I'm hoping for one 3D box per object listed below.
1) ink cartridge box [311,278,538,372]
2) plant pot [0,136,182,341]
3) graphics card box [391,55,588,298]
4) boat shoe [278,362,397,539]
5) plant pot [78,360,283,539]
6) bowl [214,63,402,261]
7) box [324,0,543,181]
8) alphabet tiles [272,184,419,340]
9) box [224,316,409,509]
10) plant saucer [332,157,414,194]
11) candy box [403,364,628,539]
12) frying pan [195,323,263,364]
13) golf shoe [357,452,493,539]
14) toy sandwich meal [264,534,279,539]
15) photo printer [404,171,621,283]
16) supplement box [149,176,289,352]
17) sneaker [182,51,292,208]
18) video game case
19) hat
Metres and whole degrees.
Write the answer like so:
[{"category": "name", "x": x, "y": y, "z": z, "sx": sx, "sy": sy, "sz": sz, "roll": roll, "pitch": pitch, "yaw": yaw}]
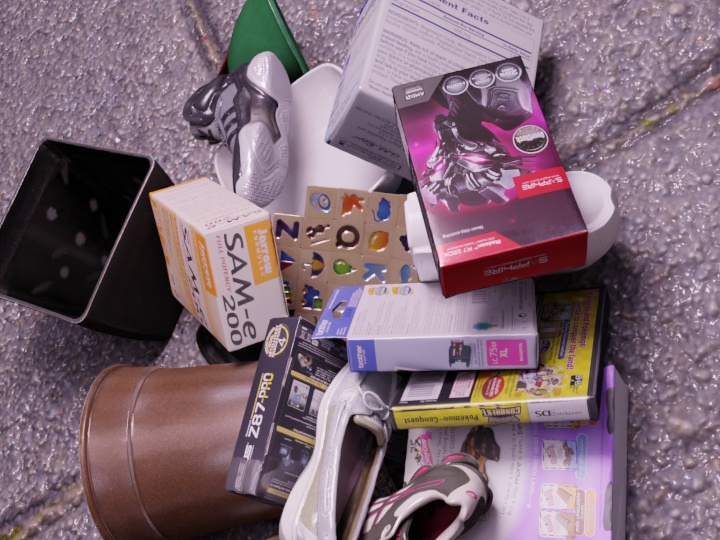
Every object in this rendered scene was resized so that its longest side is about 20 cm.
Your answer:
[{"category": "ink cartridge box", "x": 0.062, "y": 0.050, "z": 0.868, "sx": 0.196, "sy": 0.043, "sz": 0.120, "roll": 0, "pitch": 23, "yaw": 10}, {"category": "plant pot", "x": -0.305, "y": -0.019, "z": 1.140, "sx": 0.198, "sy": 0.177, "sz": 0.202, "roll": 13, "pitch": 74, "yaw": 31}, {"category": "graphics card box", "x": 0.106, "y": -0.085, "z": 0.809, "sx": 0.123, "sy": 0.051, "sz": 0.202, "roll": -13, "pitch": 57, "yaw": 2}, {"category": "boat shoe", "x": -0.005, "y": 0.161, "z": 0.830, "sx": 0.064, "sy": 0.075, "sz": 0.204, "roll": -9, "pitch": 43, "yaw": 41}, {"category": "plant pot", "x": -0.150, "y": 0.179, "z": 0.968, "sx": 0.195, "sy": 0.201, "sz": 0.203, "roll": -12, "pitch": 62, "yaw": 14}, {"category": "bowl", "x": -0.052, "y": -0.112, "z": 1.078, "sx": 0.199, "sy": 0.075, "sz": 0.201, "roll": -37, "pitch": 55, "yaw": 8}, {"category": "box", "x": 0.080, "y": -0.200, "z": 0.990, "sx": 0.105, "sy": 0.182, "sz": 0.203, "roll": 133, "pitch": 156, "yaw": -57}, {"category": "alphabet tiles", "x": 0.000, "y": 0.000, "z": 0.998, "sx": 0.196, "sy": 0.006, "sz": 0.169, "roll": 6, "pitch": 96, "yaw": 4}, {"category": "box", "x": -0.024, "y": 0.154, "z": 0.896, "sx": 0.049, "sy": 0.199, "sz": 0.164, "roll": -5, "pitch": 65, "yaw": 42}, {"category": "plant saucer", "x": 0.047, "y": -0.059, "z": 1.063, "sx": 0.197, "sy": 0.027, "sz": 0.203, "roll": -12, "pitch": 63, "yaw": 24}, {"category": "candy box", "x": 0.142, "y": 0.179, "z": 0.876, "sx": 0.197, "sy": 0.071, "sz": 0.170, "roll": -3, "pitch": 67, "yaw": 26}, {"category": "frying pan", "x": -0.112, "y": 0.072, "z": 1.016, "sx": 0.190, "sy": 0.114, "sz": 0.031, "roll": -47, "pitch": 8, "yaw": 48}, {"category": "golf shoe", "x": 0.022, "y": 0.230, "z": 0.812, "sx": 0.199, "sy": 0.088, "sz": 0.078, "roll": -40, "pitch": 85, "yaw": 13}, {"category": "toy sandwich meal", "x": -0.058, "y": 0.338, "z": 0.893, "sx": 0.202, "sy": 0.071, "sz": 0.207, "roll": -13, "pitch": 38, "yaw": 10}, {"category": "photo printer", "x": 0.145, "y": -0.036, "z": 0.897, "sx": 0.196, "sy": 0.166, "sz": 0.071, "roll": -7, "pitch": 76, "yaw": 6}, {"category": "supplement box", "x": -0.151, "y": -0.013, "z": 0.991, "sx": 0.073, "sy": 0.128, "sz": 0.199, "roll": -18, "pitch": 22, "yaw": -23}, {"category": "sneaker", "x": -0.141, "y": -0.147, "z": 1.056, "sx": 0.112, "sy": 0.076, "sz": 0.203, "roll": -11, "pitch": 57, "yaw": 24}, {"category": "video game case", "x": 0.135, "y": 0.077, "z": 0.874, "sx": 0.178, "sy": 0.026, "sz": 0.200, "roll": -7, "pitch": 24, "yaw": 21}, {"category": "hat", "x": -0.159, "y": -0.248, "z": 1.167, "sx": 0.174, "sy": 0.201, "sz": 0.167, "roll": -26, "pitch": 55, "yaw": 4}]
